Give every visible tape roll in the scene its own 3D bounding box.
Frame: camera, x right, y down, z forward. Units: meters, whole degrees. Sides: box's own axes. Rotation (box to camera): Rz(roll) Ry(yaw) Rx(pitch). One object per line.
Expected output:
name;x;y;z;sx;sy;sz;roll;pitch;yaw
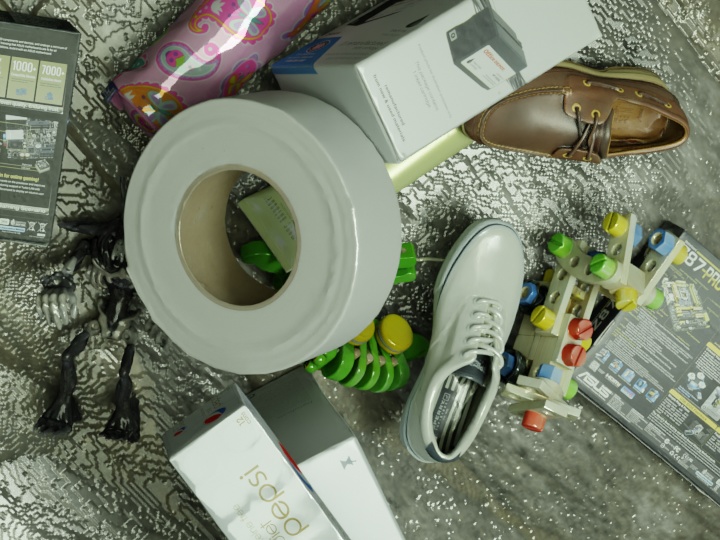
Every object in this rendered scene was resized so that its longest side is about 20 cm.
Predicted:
tape roll;-0.073;-0.028;1.541;0.201;0.071;0.204;6;102;27

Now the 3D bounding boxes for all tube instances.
tube;0.006;-0.078;1.671;0.199;0.058;0.052;-32;111;-7

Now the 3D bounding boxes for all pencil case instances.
pencil case;-0.103;-0.180;1.613;0.200;0.087;0.087;-46;108;0

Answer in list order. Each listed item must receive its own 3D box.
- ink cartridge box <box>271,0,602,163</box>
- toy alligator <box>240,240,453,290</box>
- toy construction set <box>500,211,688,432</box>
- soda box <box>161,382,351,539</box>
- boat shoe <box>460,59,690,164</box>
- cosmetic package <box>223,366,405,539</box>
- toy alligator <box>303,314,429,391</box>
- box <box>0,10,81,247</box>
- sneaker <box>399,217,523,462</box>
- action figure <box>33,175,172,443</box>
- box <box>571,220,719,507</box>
ink cartridge box;0.056;-0.164;1.596;0.200;0.145;0.084;-32;108;-22
toy alligator;0.000;0.000;1.695;0.199;0.060;0.054;0;142;-14
toy construction set;0.171;0.049;1.693;0.092;0.131;0.200;46;64;-30
soda box;-0.056;0.182;1.506;0.068;0.064;0.200;-35;105;-1
boat shoe;0.173;-0.121;1.671;0.199;0.068;0.072;-4;123;-29
cosmetic package;-0.035;0.210;1.654;0.123;0.200;0.200;-27;107;-7
toy alligator;-0.023;0.062;1.665;0.199;0.055;0.059;14;144;-36
box;-0.319;-0.116;1.570;0.199;0.086;0.165;6;101;-15
sneaker;0.090;0.058;1.660;0.073;0.071;0.201;15;90;-22
action figure;-0.188;0.034;1.630;0.118;0.102;0.201;11;101;-4
box;0.284;0.082;1.783;0.200;0.049;0.161;38;94;-18
